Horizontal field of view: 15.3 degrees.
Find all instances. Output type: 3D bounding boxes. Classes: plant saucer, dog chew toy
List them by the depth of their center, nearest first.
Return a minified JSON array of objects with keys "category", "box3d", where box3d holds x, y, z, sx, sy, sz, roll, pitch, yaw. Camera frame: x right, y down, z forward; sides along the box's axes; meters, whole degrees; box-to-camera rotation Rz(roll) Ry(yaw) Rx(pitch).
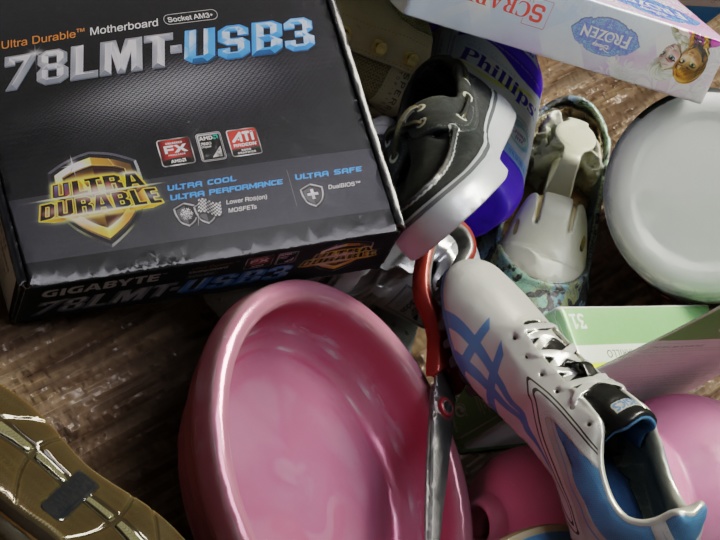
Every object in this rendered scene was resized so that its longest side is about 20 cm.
[{"category":"plant saucer","box3d":[-0.022,0.106,1.315,0.200,0.051,0.201,32,47,-42]},{"category":"dog chew toy","box3d":[0.138,0.130,1.442,0.199,0.124,0.125,0,62,-39]}]

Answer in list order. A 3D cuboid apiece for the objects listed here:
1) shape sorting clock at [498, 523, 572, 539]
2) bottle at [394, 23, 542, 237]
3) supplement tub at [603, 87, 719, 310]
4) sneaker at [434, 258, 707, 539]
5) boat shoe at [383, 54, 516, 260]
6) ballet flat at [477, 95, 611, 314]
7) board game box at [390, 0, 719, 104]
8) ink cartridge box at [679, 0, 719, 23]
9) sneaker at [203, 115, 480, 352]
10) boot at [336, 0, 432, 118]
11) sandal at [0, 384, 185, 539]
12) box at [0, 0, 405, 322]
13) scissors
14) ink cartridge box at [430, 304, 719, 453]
[{"category":"shape sorting clock","box3d":[0.100,0.228,1.339,0.199,0.039,0.201,-1,92,-39]},{"category":"bottle","box3d":[0.067,-0.110,1.587,0.083,0.065,0.200,39,40,-22]},{"category":"supplement tub","box3d":[0.210,-0.037,1.588,0.123,0.122,0.200,61,6,9]},{"category":"sneaker","box3d":[0.109,0.068,1.355,0.072,0.073,0.200,-6,55,-48]},{"category":"boat shoe","box3d":[0.038,-0.062,1.402,0.057,0.069,0.200,46,18,-9]},{"category":"ballet flat","box3d":[0.110,-0.034,1.566,0.074,0.074,0.200,38,36,-21]},{"category":"board game box","box3d":[0.080,-0.173,1.515,0.199,0.041,0.200,13,21,-29]},{"category":"ink cartridge box","box3d":[0.163,-0.263,1.740,0.200,0.147,0.145,24,47,-33]},{"category":"sneaker","box3d":[0.000,0.000,1.421,0.115,0.075,0.200,49,35,-4]},{"category":"boot","box3d":[-0.036,-0.121,1.476,0.155,0.073,0.200,30,37,-23]},{"category":"sandal","box3d":[-0.133,0.129,1.206,0.200,0.054,0.080,42,31,8]},{"category":"box","box3d":[-0.100,-0.084,1.333,0.199,0.050,0.199,-8,68,-19]},{"category":"scissors","box3d":[0.038,0.058,1.374,0.073,0.014,0.200,45,45,-26]},{"category":"ink cartridge box","box3d":[0.157,0.039,1.457,0.145,0.200,0.048,-1,64,-48]}]
